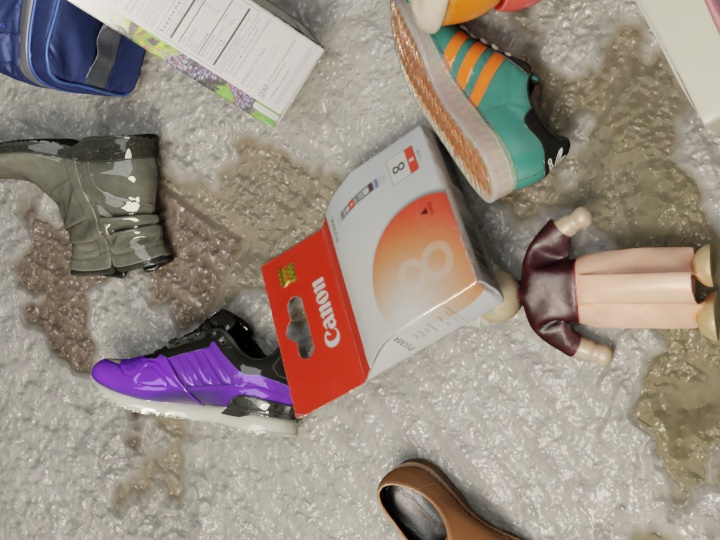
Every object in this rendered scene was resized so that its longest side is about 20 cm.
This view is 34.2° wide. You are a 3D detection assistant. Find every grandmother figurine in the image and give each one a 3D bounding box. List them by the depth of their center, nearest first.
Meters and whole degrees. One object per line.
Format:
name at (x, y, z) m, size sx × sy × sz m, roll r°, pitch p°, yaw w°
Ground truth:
grandmother figurine at (0.164, 0.013, 0.885) m, size 0.199 × 0.061 × 0.122 m, roll -5°, pitch 89°, yaw 22°

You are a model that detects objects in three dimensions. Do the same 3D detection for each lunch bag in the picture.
lunch bag at (-0.247, -0.255, 1.015) m, size 0.132 × 0.136 × 0.201 m, roll 17°, pitch 98°, yaw 24°

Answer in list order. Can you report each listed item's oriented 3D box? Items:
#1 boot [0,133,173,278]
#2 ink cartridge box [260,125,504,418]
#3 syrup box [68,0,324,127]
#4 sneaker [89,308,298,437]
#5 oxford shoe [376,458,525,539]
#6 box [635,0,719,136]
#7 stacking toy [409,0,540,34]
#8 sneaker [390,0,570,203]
boot at (-0.265, -0.056, 1.070) m, size 0.199 × 0.068 × 0.131 m, roll 1°, pitch 97°, yaw 25°
ink cartridge box at (0.000, 0.000, 0.929) m, size 0.200 × 0.050 × 0.163 m, roll -30°, pitch 53°, yaw 18°
syrup box at (-0.135, -0.206, 0.937) m, size 0.200 × 0.079 × 0.082 m, roll 29°, pitch 104°, yaw -25°
sneaker at (-0.137, 0.081, 1.018) m, size 0.199 × 0.070 × 0.100 m, roll 9°, pitch 88°, yaw 19°
oxford shoe at (0.089, 0.231, 0.917) m, size 0.200 × 0.071 × 0.071 m, roll 37°, pitch 103°, yaw 17°
box at (0.303, -0.185, 0.783) m, size 0.200 × 0.128 × 0.109 m, roll -29°, pitch 81°, yaw 22°
stacking toy at (0.136, -0.242, 0.855) m, size 0.199 × 0.146 × 0.147 m, roll 3°, pitch 93°, yaw -5°
sneaker at (0.090, -0.146, 0.916) m, size 0.080 × 0.071 × 0.201 m, roll -22°, pitch 66°, yaw -12°
